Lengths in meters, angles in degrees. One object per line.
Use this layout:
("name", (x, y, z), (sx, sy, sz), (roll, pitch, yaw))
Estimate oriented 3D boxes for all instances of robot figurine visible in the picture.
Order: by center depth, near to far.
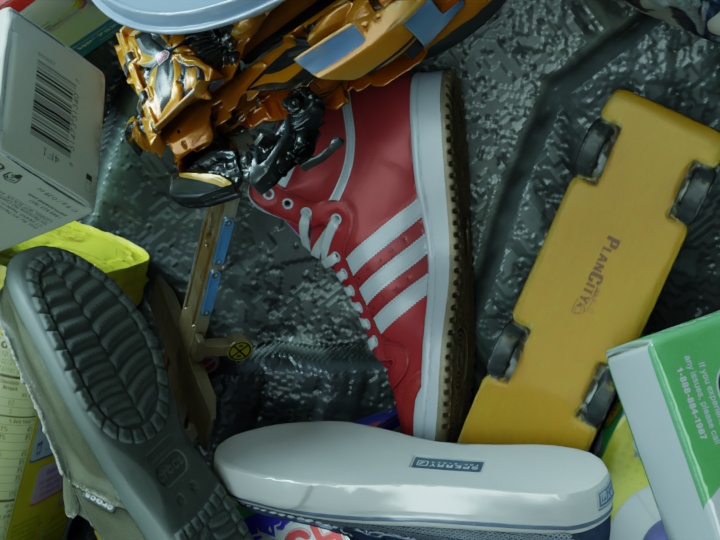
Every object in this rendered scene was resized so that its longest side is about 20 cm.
("robot figurine", (-0.035, -0.120, 0.869), (0.199, 0.058, 0.146), (-33, 50, 10))

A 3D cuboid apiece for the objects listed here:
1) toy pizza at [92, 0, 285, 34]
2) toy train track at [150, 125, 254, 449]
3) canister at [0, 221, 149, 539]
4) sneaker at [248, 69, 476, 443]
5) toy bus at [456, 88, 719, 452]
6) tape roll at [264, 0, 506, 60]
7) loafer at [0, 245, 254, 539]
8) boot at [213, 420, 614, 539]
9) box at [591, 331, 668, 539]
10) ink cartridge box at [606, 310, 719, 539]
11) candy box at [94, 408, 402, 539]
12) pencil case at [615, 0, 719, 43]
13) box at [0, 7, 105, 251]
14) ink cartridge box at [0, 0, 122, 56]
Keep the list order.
("toy pizza", (-0.047, -0.187, 0.859), (0.199, 0.032, 0.202), (-18, 51, 23))
("toy train track", (-0.073, 0.013, 0.956), (0.032, 0.115, 0.201), (-1, 129, -23))
("canister", (-0.191, 0.080, 0.974), (0.086, 0.148, 0.202), (19, 101, 13))
("sneaker", (0.000, 0.000, 0.952), (0.111, 0.071, 0.202), (-2, 87, 12))
("toy bus", (0.116, 0.012, 0.916), (0.065, 0.078, 0.202), (25, 100, 10))
("tape roll", (-0.004, -0.205, 0.940), (0.198, 0.066, 0.203), (1, 94, 16))
("loafer", (-0.123, 0.085, 0.867), (0.069, 0.075, 0.201), (-27, 91, 31))
("boot", (0.023, 0.132, 0.888), (0.198, 0.073, 0.091), (5, 112, 20))
("box", (0.156, 0.147, 0.926), (0.116, 0.048, 0.202), (24, 102, 4))
("ink cartridge box", (0.234, 0.071, 0.842), (0.198, 0.084, 0.147), (-19, 84, -9))
("candy box", (-0.023, 0.196, 0.970), (0.168, 0.077, 0.202), (-21, 88, 13))
("pencil case", (0.163, -0.148, 0.860), (0.198, 0.089, 0.078), (24, 85, -1))
("box", (-0.217, -0.045, 0.874), (0.199, 0.068, 0.083), (-20, 55, 30))
("ink cartridge box", (-0.193, -0.170, 0.925), (0.067, 0.200, 0.117), (-29, 87, 15))
